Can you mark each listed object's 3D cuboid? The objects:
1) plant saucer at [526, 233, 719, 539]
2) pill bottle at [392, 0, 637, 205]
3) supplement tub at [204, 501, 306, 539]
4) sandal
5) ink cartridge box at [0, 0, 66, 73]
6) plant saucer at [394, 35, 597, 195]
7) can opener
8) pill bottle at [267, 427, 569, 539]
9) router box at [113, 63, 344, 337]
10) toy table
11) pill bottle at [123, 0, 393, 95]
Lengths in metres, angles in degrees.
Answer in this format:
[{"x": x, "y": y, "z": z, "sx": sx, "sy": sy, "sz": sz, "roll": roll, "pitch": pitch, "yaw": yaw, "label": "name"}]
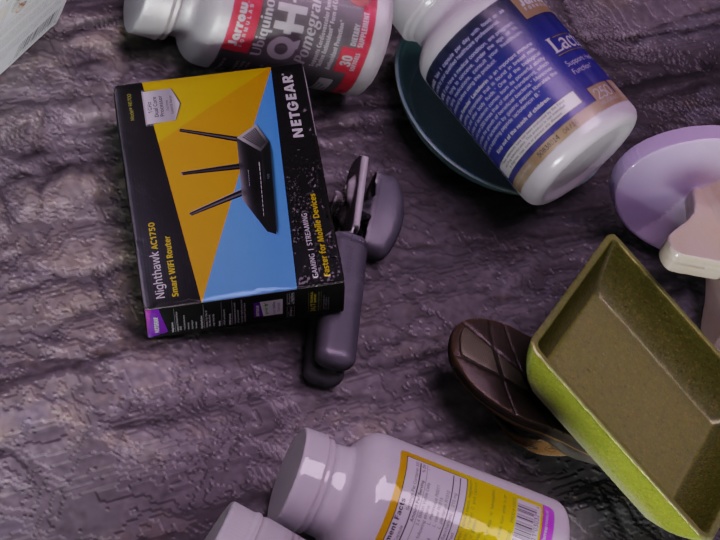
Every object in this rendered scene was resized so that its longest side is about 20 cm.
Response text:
[{"x": 0.212, "y": 0.096, "z": 1.637, "sx": 0.200, "sy": 0.048, "sz": 0.200, "roll": 48, "pitch": 36, "yaw": -3, "label": "plant saucer"}, {"x": 0.119, "y": -0.161, "z": 1.719, "sx": 0.116, "sy": 0.116, "sz": 0.200, "roll": -30, "pitch": 75, "yaw": -37, "label": "pill bottle"}, {"x": -0.031, "y": 0.256, "z": 1.403, "sx": 0.200, "sy": 0.132, "sz": 0.132, "roll": 31, "pitch": 51, "yaw": -2, "label": "supplement tub"}, {"x": 0.142, "y": 0.108, "z": 1.641, "sx": 0.200, "sy": 0.055, "sz": 0.082, "roll": 28, "pitch": 45, "yaw": -26, "label": "sandal"}, {"x": -0.271, "y": -0.191, "z": 1.561, "sx": 0.044, "sy": 0.174, "sz": 0.200, "roll": 37, "pitch": 50, "yaw": 2, "label": "ink cartridge box"}, {"x": 0.115, "y": -0.138, "z": 1.799, "sx": 0.199, "sy": 0.036, "sz": 0.201, "roll": 12, "pitch": 55, "yaw": -17, "label": "plant saucer"}, {"x": 0.000, "y": 0.000, "z": 1.640, "sx": 0.067, "sy": 0.053, "sz": 0.200, "roll": 16, "pitch": 54, "yaw": -14, "label": "can opener"}, {"x": 0.039, "y": 0.179, "z": 1.506, "sx": 0.199, "sy": 0.104, "sz": 0.104, "roll": 22, "pitch": 52, "yaw": -10, "label": "pill bottle"}, {"x": -0.100, "y": -0.054, "z": 1.602, "sx": 0.149, "sy": 0.051, "sz": 0.201, "roll": -8, "pitch": 60, "yaw": -6, "label": "router box"}, {"x": 0.310, "y": -0.030, "z": 1.745, "sx": 0.199, "sy": 0.184, "sz": 0.117, "roll": 0, "pitch": 41, "yaw": -15, "label": "toy table"}, {"x": -0.083, "y": -0.210, "z": 1.705, "sx": 0.199, "sy": 0.111, "sz": 0.111, "roll": 9, "pitch": 55, "yaw": -20, "label": "pill bottle"}]
